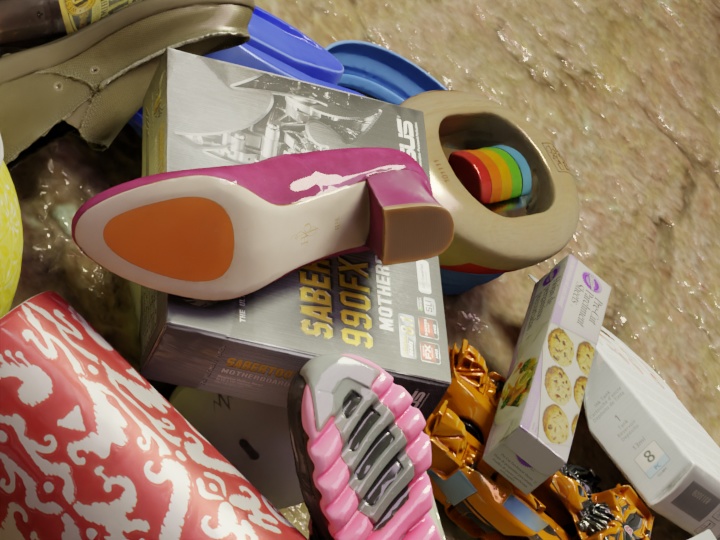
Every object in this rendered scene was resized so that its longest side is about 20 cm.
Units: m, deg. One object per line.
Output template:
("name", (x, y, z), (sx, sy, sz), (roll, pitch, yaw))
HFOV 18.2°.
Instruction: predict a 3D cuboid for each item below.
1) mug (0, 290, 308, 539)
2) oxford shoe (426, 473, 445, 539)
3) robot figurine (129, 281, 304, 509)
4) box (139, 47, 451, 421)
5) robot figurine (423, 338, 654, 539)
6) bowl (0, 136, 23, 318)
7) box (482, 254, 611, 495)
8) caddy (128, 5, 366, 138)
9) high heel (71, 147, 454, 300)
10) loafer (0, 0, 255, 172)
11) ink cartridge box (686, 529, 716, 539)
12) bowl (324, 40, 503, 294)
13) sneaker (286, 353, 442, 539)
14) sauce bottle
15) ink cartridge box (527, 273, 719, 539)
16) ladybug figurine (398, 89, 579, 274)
("mug", (-0.129, 0.126, 1.128), (0.133, 0.178, 0.200), (-42, 85, -21))
("oxford shoe", (0.009, 0.137, 1.312), (0.057, 0.075, 0.201), (-8, 53, -12))
("robot figurine", (-0.061, 0.037, 1.268), (0.149, 0.125, 0.201), (1, 51, -21))
("box", (-0.038, -0.019, 1.208), (0.157, 0.048, 0.201), (14, 46, -19))
("robot figurine", (0.112, 0.143, 1.432), (0.200, 0.058, 0.145), (41, 34, -12))
("bowl", (-0.243, -0.045, 1.150), (0.199, 0.108, 0.201), (32, 35, -26))
("box", (0.120, 0.063, 1.435), (0.041, 0.039, 0.200), (40, 33, -10))
("caddy", (-0.081, -0.102, 1.416), (0.199, 0.105, 0.141), (24, 17, -42))
("high heel", (-0.056, -0.035, 1.149), (0.198, 0.068, 0.096), (-7, 24, -17))
("loafer", (-0.148, -0.105, 1.291), (0.076, 0.199, 0.068), (133, -65, -87))
("ink cartridge box", (0.173, 0.280, 1.279), (0.144, 0.145, 0.201), (-10, 65, -54))
("bowl", (0.031, -0.070, 1.576), (0.200, 0.039, 0.202), (31, 36, -26))
("sneaker", (-0.003, 0.130, 1.160), (0.079, 0.095, 0.201), (-36, 118, -32))
("sauce bottle", (-0.171, -0.167, 1.307), (0.199, 0.066, 0.066), (-30, 78, -25))
("ink cartridge box", (0.192, 0.104, 1.566), (0.160, 0.047, 0.200), (33, 14, -52))
("ladybug figurine", (0.072, -0.052, 1.502), (0.199, 0.072, 0.136), (-5, 61, -52))
